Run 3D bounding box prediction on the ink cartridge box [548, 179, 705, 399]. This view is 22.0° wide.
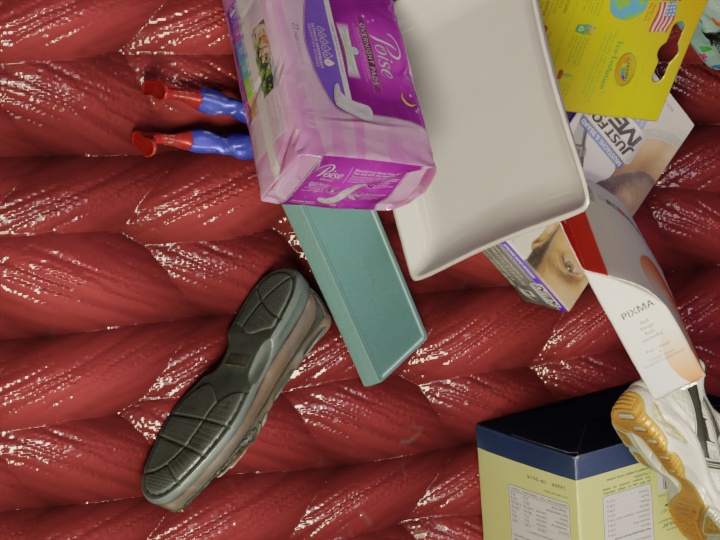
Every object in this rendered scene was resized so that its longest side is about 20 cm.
[{"bbox_3d":[0.188,-0.025,1.397,0.050,0.163,0.201,-24,119,9],"label":"ink cartridge box"}]

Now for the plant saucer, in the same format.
[{"bbox_3d":[0.000,0.000,1.405,0.070,0.019,0.201,-41,131,-22],"label":"plant saucer"}]

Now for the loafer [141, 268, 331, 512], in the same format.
[{"bbox_3d":[-0.084,0.096,1.361,0.063,0.072,0.201,43,71,-37],"label":"loafer"}]

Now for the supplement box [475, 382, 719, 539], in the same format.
[{"bbox_3d":[0.217,0.217,1.540,0.198,0.134,0.202,-11,103,-31],"label":"supplement box"}]

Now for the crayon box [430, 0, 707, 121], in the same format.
[{"bbox_3d":[0.154,-0.185,1.397,0.198,0.051,0.128,6,124,-23],"label":"crayon box"}]

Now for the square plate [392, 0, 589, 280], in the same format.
[{"bbox_3d":[0.079,-0.113,1.318,0.028,0.199,0.200,-7,80,-38],"label":"square plate"}]

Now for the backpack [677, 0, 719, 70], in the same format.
[{"bbox_3d":[0.335,-0.261,1.536,0.200,0.150,0.179,44,70,-38],"label":"backpack"}]

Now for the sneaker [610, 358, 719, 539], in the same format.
[{"bbox_3d":[0.278,0.153,1.446,0.088,0.075,0.201,-43,117,-21],"label":"sneaker"}]

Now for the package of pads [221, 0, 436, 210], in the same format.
[{"bbox_3d":[-0.025,-0.142,1.306,0.119,0.076,0.202,4,60,-32],"label":"package of pads"}]

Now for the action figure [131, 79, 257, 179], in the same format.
[{"bbox_3d":[-0.067,-0.100,1.351,0.198,0.052,0.066,2,104,-37],"label":"action figure"}]

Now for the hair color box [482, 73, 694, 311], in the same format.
[{"bbox_3d":[0.177,-0.080,1.511,0.109,0.065,0.201,45,74,-31],"label":"hair color box"}]
